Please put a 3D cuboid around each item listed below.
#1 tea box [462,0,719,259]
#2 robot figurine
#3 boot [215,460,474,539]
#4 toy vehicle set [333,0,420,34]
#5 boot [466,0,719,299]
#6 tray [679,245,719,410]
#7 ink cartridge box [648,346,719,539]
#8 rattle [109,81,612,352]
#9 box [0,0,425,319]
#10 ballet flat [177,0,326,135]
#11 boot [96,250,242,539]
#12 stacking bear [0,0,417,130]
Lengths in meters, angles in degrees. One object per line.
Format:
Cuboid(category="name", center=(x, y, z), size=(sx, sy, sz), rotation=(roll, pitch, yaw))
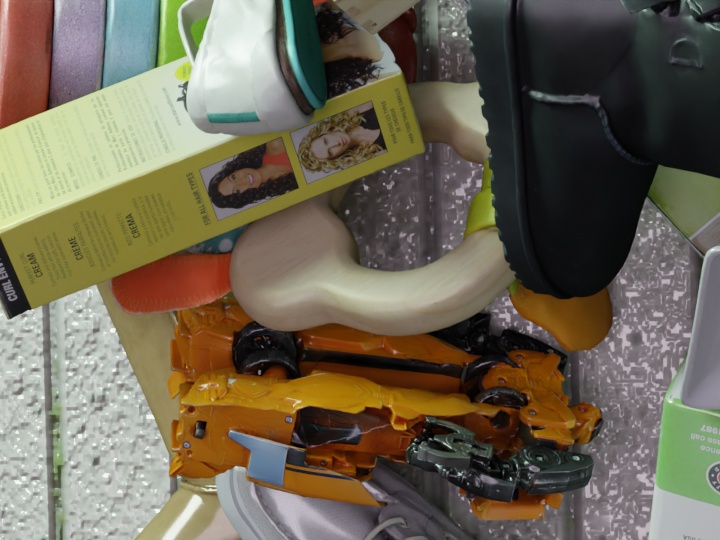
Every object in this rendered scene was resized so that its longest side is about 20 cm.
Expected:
Cuboid(category="tea box", center=(0.166, -0.143, 1.230), size=(0.200, 0.134, 0.197), rotation=(-41, 98, 14))
Cuboid(category="robot figurine", center=(0.012, 0.064, 1.297), size=(0.199, 0.145, 0.059), rotation=(9, 118, -9))
Cuboid(category="boot", center=(0.029, 0.133, 1.300), size=(0.199, 0.096, 0.074), rotation=(33, 74, -8))
Cuboid(category="toy vehicle set", center=(0.030, -0.203, 1.213), size=(0.124, 0.026, 0.201), rotation=(-36, 38, 21))
Cuboid(category="boot", center=(0.134, -0.053, 1.114), size=(0.161, 0.074, 0.199), rotation=(10, 139, 23))
Cuboid(category="tray", center=(0.231, 0.022, 1.131), size=(0.199, 0.108, 0.022), rotation=(3, 51, 1))
Cuboid(category="ink cartridge box", center=(0.202, 0.133, 1.242), size=(0.145, 0.084, 0.201), rotation=(13, 125, 16))
Cuboid(category="rattle", center=(0.000, 0.000, 1.303), size=(0.199, 0.143, 0.131), rotation=(-24, 71, 6))
Cuboid(category="box", center=(-0.077, -0.052, 1.245), size=(0.199, 0.075, 0.050), rotation=(-23, 130, -5))
Cuboid(category="ballet flat", center=(-0.049, -0.132, 1.241), size=(0.069, 0.201, 0.070), rotation=(1, 133, 1))
Cuboid(category="boot", center=(-0.096, 0.067, 1.378), size=(0.174, 0.066, 0.201), rotation=(-21, 88, 1))
Cuboid(category="stacking bear", center=(-0.071, -0.098, 1.325), size=(0.199, 0.114, 0.122), rotation=(3, 61, -10))
